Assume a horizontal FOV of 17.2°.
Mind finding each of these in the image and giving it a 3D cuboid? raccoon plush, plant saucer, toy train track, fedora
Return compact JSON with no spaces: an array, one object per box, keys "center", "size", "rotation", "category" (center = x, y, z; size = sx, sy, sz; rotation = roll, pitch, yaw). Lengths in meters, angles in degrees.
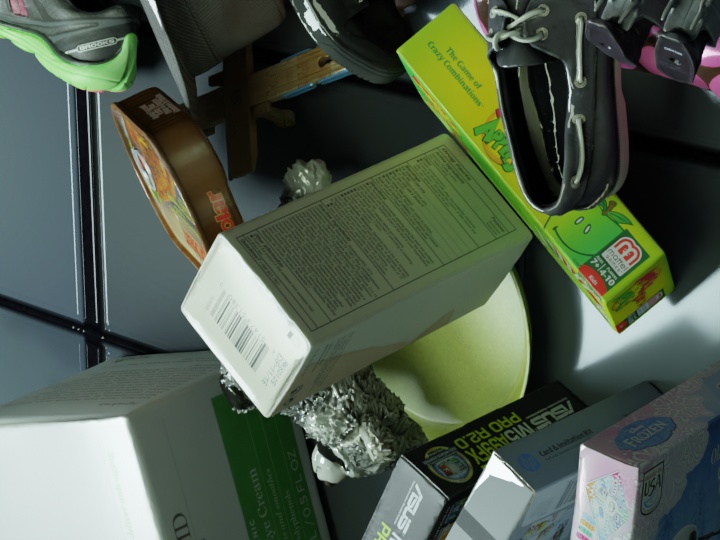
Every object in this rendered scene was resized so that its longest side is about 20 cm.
[{"center":[-0.013,0.042,1.558],"size":[0.133,0.097,0.202],"rotation":[20,117,27],"category":"raccoon plush"},{"center":[0.041,0.029,1.582],"size":[0.199,0.031,0.202],"rotation":[15,114,38],"category":"plant saucer"},{"center":[-0.043,-0.126,1.601],"size":[0.199,0.032,0.116],"rotation":[-18,67,38],"category":"toy train track"},{"center":[-0.107,-0.209,1.569],"size":[0.090,0.177,0.201],"rotation":[-22,102,3],"category":"fedora"}]

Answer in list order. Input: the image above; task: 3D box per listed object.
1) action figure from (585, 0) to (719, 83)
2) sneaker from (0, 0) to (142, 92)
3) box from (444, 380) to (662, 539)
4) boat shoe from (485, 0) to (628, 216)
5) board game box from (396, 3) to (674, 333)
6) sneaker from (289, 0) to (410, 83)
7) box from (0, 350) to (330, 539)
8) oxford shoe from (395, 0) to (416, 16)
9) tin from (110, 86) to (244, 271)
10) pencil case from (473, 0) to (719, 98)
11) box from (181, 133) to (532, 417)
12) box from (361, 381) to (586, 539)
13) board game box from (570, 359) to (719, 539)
[{"center":[0.198,-0.200,1.281],"size":[0.130,0.069,0.201],"rotation":[22,77,32],"category":"action figure"},{"center":[-0.228,-0.199,1.730],"size":[0.199,0.077,0.084],"rotation":[31,106,27],"category":"sneaker"},{"center":[0.106,0.171,1.487],"size":[0.041,0.155,0.201],"rotation":[43,130,25],"category":"box"},{"center":[0.104,-0.127,1.321],"size":[0.072,0.063,0.202],"rotation":[1,110,38],"category":"boat shoe"},{"center":[0.107,-0.060,1.438],"size":[0.048,0.102,0.200],"rotation":[-39,74,0],"category":"board game box"},{"center":[-0.014,-0.216,1.434],"size":[0.200,0.060,0.104],"rotation":[54,136,0],"category":"sneaker"},{"center":[-0.151,0.174,1.711],"size":[0.199,0.171,0.201],"rotation":[-7,100,44],"category":"box"},{"center":[-0.021,-0.249,1.526],"size":[0.073,0.071,0.200],"rotation":[-43,79,22],"category":"oxford shoe"},{"center":[-0.117,-0.058,1.580],"size":[0.200,0.042,0.113],"rotation":[-138,28,-66],"category":"tin"},{"center":[0.166,-0.142,1.368],"size":[0.199,0.091,0.094],"rotation":[23,136,33],"category":"pencil case"},{"center":[0.000,0.000,1.446],"size":[0.095,0.199,0.078],"rotation":[51,138,18],"category":"box"},{"center":[0.058,0.178,1.531],"size":[0.044,0.160,0.201],"rotation":[42,128,25],"category":"box"},{"center":[0.187,0.162,1.378],"size":[0.043,0.199,0.201],"rotation":[19,118,34],"category":"board game box"}]
